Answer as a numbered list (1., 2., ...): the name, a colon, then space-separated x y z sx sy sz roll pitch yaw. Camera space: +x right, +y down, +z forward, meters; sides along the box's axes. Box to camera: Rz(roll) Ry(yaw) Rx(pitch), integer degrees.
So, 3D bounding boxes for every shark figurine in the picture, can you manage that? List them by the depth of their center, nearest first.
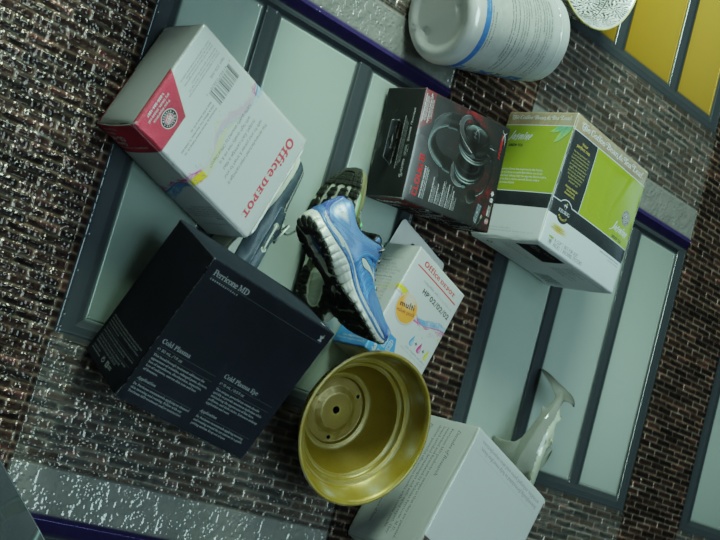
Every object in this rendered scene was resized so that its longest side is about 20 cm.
1. shark figurine: 0.245 0.249 1.889 0.217 0.089 0.128 -66 165 -5

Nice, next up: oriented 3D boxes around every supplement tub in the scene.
1. supplement tub: 0.173 -0.329 1.707 0.198 0.131 0.134 4 93 -43

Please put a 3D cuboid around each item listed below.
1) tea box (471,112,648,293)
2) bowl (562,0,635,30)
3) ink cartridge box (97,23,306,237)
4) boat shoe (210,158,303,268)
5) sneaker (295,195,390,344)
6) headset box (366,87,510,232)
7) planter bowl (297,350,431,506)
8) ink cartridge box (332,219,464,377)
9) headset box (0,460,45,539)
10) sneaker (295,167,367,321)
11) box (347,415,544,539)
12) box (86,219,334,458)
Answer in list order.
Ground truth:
1. tea box: 0.292 -0.099 1.846 0.199 0.133 0.199 30 75 -41
2. bowl: 0.316 -0.449 1.852 0.199 0.094 0.204 -6 99 -43
3. ink cartridge box: -0.175 -0.154 1.434 0.200 0.085 0.149 49 63 -37
4. boat shoe: -0.122 -0.049 1.503 0.062 0.074 0.201 44 68 -35
5. sneaker: 0.000 0.000 1.528 0.089 0.078 0.202 -36 122 -25
6. headset box: 0.098 -0.148 1.697 0.199 0.077 0.151 19 83 -44
7. planter bowl: -0.013 0.189 1.618 0.198 0.083 0.203 -10 108 -32
8. ink cartridge box: 0.062 0.045 1.692 0.115 0.067 0.201 45 65 -37
9. headset box: -0.419 0.267 1.250 0.200 0.092 0.176 -40 120 -33
10. sneaker: -0.023 -0.030 1.611 0.088 0.076 0.203 11 95 -53
11. box: 0.120 0.336 1.741 0.199 0.130 0.201 48 64 -36
12. box: -0.165 0.079 1.420 0.199 0.104 0.183 35 95 -40
